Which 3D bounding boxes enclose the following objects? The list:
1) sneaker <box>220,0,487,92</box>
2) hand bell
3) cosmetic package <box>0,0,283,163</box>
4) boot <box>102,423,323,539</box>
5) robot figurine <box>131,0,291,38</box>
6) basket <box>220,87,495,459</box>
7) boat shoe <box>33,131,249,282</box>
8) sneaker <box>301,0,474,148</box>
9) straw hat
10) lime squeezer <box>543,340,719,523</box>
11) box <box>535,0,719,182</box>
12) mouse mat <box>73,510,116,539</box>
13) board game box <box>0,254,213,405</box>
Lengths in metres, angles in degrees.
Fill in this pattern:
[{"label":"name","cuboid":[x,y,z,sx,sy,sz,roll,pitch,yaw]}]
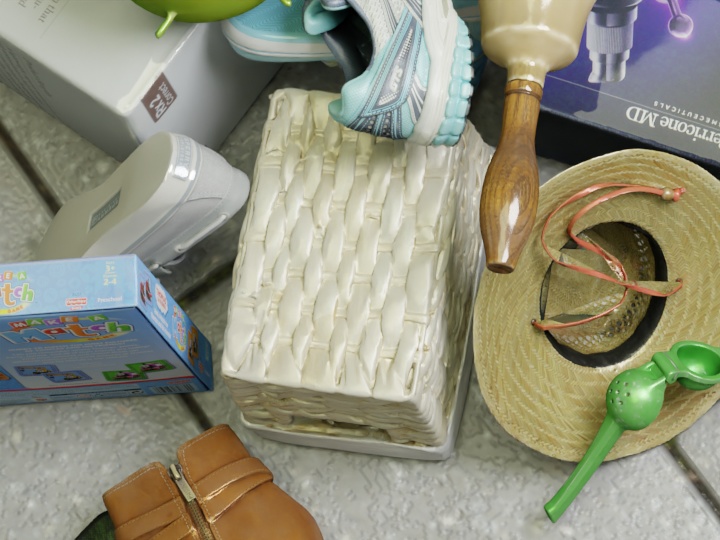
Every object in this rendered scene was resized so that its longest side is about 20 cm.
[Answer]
[{"label":"sneaker","cuboid":[0.003,-0.128,1.663,0.200,0.131,0.080,-12,52,-24]},{"label":"hand bell","cuboid":[0.091,-0.094,1.543,0.104,0.104,0.200,4,68,10]},{"label":"cosmetic package","cuboid":[-0.156,-0.180,1.699,0.200,0.165,0.165,34,82,15]},{"label":"boot","cuboid":[-0.116,0.196,1.633,0.200,0.074,0.155,-30,72,-15]},{"label":"robot figurine","cuboid":[-0.098,-0.229,1.558,0.175,0.116,0.200,-15,72,4]},{"label":"basket","cuboid":[0.000,0.000,1.645,0.135,0.123,0.200,7,76,11]},{"label":"boat shoe","cuboid":[-0.136,-0.022,1.668,0.068,0.200,0.072,23,49,-25]},{"label":"sneaker","cuboid":[0.011,-0.166,1.557,0.086,0.078,0.200,1,64,-18]},{"label":"straw hat","cuboid":[0.137,0.006,1.632,0.201,0.201,0.085,-38,32,-2]},{"label":"lime squeezer","cuboid":[0.188,0.075,1.613,0.200,0.071,0.038,-32,31,-6]},{"label":"box","cuboid":[0.194,-0.153,1.665,0.148,0.104,0.200,17,78,13]},{"label":"mouse mat","cuboid":[-0.134,0.262,1.657,0.200,0.008,0.161,40,84,18]},{"label":"board game box","cuboid":[-0.181,0.038,1.624,0.151,0.200,0.037,-4,74,8]}]
